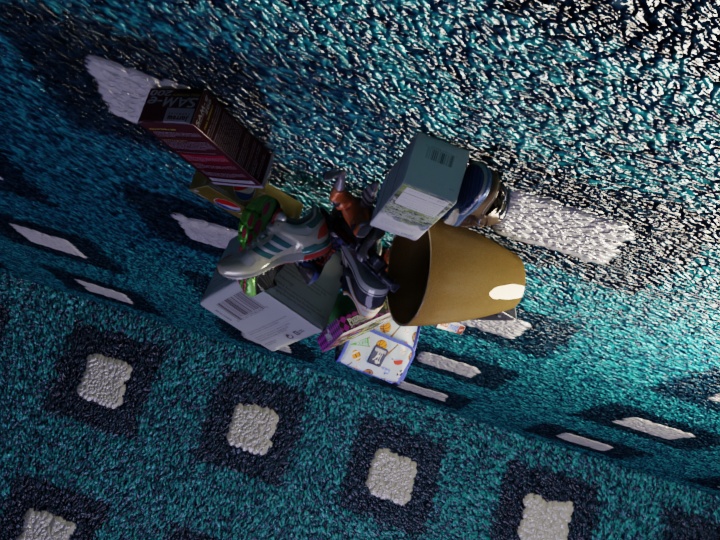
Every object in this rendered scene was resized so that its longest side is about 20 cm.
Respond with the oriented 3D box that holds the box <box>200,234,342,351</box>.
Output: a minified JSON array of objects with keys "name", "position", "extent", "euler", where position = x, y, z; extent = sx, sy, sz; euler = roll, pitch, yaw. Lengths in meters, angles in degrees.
[{"name":"box","position":[-0.171,0.025,1.616],"extent":[0.199,0.173,0.198],"euler":[35,145,-24]}]

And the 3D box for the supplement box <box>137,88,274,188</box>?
[{"name":"supplement box","position":[-0.230,-0.199,1.235],"extent":[0.108,0.062,0.200],"euler":[8,163,28]}]

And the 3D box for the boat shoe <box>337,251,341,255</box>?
[{"name":"boat shoe","position":[-0.093,-0.017,1.719],"extent":[0.197,0.057,0.069],"euler":[12,164,19]}]

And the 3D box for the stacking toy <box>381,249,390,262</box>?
[{"name":"stacking toy","position":[0.084,-0.001,1.565],"extent":[0.198,0.086,0.085],"euler":[26,164,-4]}]

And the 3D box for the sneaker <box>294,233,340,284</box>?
[{"name":"sneaker","position":[-0.076,-0.045,1.446],"extent":[0.078,0.201,0.076],"euler":[-24,114,16]}]

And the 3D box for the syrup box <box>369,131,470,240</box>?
[{"name":"syrup box","position":[0.080,-0.113,1.149],"extent":[0.078,0.082,0.200],"euler":[19,165,-7]}]

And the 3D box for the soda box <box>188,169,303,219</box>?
[{"name":"soda box","position":[-0.199,-0.129,1.436],"extent":[0.199,0.065,0.067],"euler":[29,161,-37]}]

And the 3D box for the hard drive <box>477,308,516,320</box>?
[{"name":"hard drive","position":[0.217,0.064,1.684],"extent":[0.134,0.043,0.199],"euler":[29,162,-34]}]

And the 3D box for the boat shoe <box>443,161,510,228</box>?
[{"name":"boat shoe","position":[0.171,-0.102,1.131],"extent":[0.071,0.073,0.200],"euler":[13,175,-4]}]

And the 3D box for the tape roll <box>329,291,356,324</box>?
[{"name":"tape roll","position":[0.024,0.059,1.672],"extent":[0.198,0.049,0.201],"euler":[-18,171,-3]}]

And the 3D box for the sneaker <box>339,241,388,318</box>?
[{"name":"sneaker","position":[0.000,0.000,1.427],"extent":[0.077,0.201,0.080],"euler":[8,125,-14]}]

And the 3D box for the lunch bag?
[{"name":"lunch bag","position":[0.043,0.140,1.840],"extent":[0.168,0.202,0.124],"euler":[22,164,-15]}]

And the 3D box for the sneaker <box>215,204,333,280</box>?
[{"name":"sneaker","position":[-0.147,-0.052,1.328],"extent":[0.197,0.095,0.070],"euler":[-15,-156,-7]}]

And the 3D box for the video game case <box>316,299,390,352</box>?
[{"name":"video game case","position":[0.017,0.089,1.526],"extent":[0.179,0.036,0.200],"euler":[-23,171,-19]}]

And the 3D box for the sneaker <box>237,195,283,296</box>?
[{"name":"sneaker","position":[-0.167,-0.047,1.414],"extent":[0.083,0.202,0.077],"euler":[-11,-137,-31]}]

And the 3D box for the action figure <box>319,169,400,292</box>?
[{"name":"action figure","position":[0.016,-0.069,1.330],"extent":[0.200,0.105,0.194],"euler":[46,177,14]}]

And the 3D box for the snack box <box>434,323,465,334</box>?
[{"name":"snack box","position":[0.176,0.107,1.801],"extent":[0.071,0.025,0.200],"euler":[33,-175,23]}]

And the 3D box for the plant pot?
[{"name":"plant pot","position":[0.166,0.006,1.342],"extent":[0.197,0.189,0.186],"euler":[6,169,-18]}]
